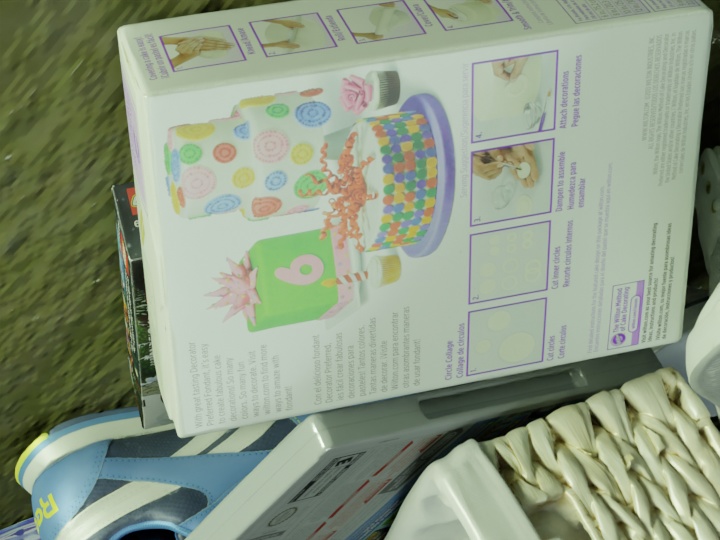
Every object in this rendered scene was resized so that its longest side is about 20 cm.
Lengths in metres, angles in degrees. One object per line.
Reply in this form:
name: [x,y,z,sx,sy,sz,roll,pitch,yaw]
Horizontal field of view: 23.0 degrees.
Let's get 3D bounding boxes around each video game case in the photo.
video game case: [0.022,0.088,0.759,0.200,0.018,0.143,-7,151,-41]

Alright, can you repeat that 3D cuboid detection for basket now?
basket: [0.094,0.146,0.768,0.123,0.136,0.200,-23,160,-18]

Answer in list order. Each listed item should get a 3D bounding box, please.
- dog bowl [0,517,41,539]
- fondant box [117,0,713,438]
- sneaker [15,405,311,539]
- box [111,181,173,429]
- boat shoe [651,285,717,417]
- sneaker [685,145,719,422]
dog bowl: [-0.139,0.202,0.957,0.199,0.079,0.200,-13,149,-8]
fondant box: [0.020,-0.028,0.639,0.199,0.058,0.145,-11,126,-13]
sneaker: [-0.057,0.100,0.831,0.199,0.082,0.074,-16,148,-7]
box: [0.000,0.000,0.740,0.199,0.038,0.137,-11,149,-11]
boat shoe: [0.145,0.034,0.847,0.199,0.065,0.074,-19,131,14]
sneaker: [0.155,-0.010,0.680,0.073,0.116,0.200,-6,166,7]
